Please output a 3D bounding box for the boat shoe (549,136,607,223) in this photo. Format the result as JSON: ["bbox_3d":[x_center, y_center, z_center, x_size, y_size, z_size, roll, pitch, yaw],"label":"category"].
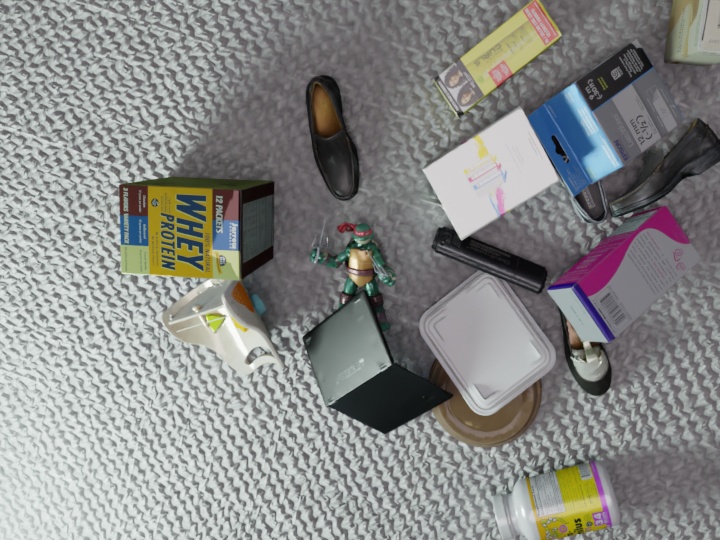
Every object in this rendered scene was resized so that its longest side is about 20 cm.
[{"bbox_3d":[0.334,-0.166,1.208,0.070,0.068,0.204,-22,96,11],"label":"boat shoe"}]

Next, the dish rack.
[{"bbox_3d":[0.206,0.116,1.263,0.170,0.044,0.202,-37,81,6],"label":"dish rack"}]

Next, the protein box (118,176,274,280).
[{"bbox_3d":[-0.256,-0.073,1.243,0.193,0.200,0.139,3,100,8],"label":"protein box"}]

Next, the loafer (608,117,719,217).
[{"bbox_3d":[0.463,-0.155,1.194,0.197,0.073,0.073,-33,88,1],"label":"loafer"}]

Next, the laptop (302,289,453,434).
[{"bbox_3d":[0.023,0.160,1.292,0.186,0.114,0.204,-37,68,41],"label":"laptop"}]

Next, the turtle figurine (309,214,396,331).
[{"bbox_3d":[0.000,0.000,1.271,0.146,0.101,0.205,10,119,24],"label":"turtle figurine"}]

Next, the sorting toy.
[{"bbox_3d":[-0.211,0.103,1.316,0.197,0.107,0.182,-16,115,44],"label":"sorting toy"}]

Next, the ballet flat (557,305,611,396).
[{"bbox_3d":[0.361,0.117,1.253,0.066,0.068,0.205,-19,97,11],"label":"ballet flat"}]

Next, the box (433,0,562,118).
[{"bbox_3d":[0.213,-0.330,1.207,0.198,0.050,0.076,-35,93,12],"label":"box"}]

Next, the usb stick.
[{"bbox_3d":[0.212,-0.017,1.261,0.196,0.056,0.033,23,138,4],"label":"usb stick"}]

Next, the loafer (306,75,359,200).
[{"bbox_3d":[-0.051,-0.212,1.248,0.071,0.072,0.205,-16,98,9],"label":"loafer"}]

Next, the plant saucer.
[{"bbox_3d":[0.210,0.207,1.312,0.194,0.029,0.206,2,99,9],"label":"plant saucer"}]

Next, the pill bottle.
[{"bbox_3d":[0.324,0.391,1.287,0.195,0.104,0.107,-17,97,11],"label":"pill bottle"}]

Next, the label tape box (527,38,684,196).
[{"bbox_3d":[0.367,-0.228,1.156,0.198,0.066,0.145,-35,95,-16],"label":"label tape box"}]

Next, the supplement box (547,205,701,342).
[{"bbox_3d":[0.401,0.006,1.178,0.198,0.103,0.102,-38,93,-9],"label":"supplement box"}]

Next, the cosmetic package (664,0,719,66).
[{"bbox_3d":[0.491,-0.350,1.087,0.069,0.200,0.108,6,100,8],"label":"cosmetic package"}]

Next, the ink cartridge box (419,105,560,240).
[{"bbox_3d":[0.190,-0.146,1.203,0.197,0.129,0.127,-31,94,13],"label":"ink cartridge box"}]
